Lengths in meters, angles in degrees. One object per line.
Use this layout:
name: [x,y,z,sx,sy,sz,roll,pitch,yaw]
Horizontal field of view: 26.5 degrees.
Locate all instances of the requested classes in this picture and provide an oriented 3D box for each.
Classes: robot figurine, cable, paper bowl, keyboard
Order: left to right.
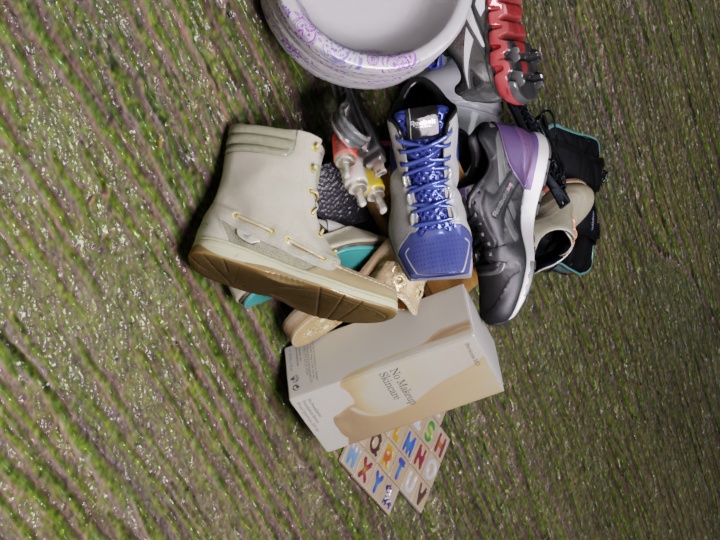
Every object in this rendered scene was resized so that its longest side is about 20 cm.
cable: [-0.020,-0.147,1.476,0.097,0.050,0.201,46,16,-47]
paper bowl: [0.001,-0.272,1.448,0.198,0.104,0.203,2,80,-14]
robot figurine: [0.094,-0.139,1.662,0.169,0.112,0.202,12,86,-73]
keyboard: [0.188,-0.160,1.638,0.104,0.039,0.201,49,18,-54]

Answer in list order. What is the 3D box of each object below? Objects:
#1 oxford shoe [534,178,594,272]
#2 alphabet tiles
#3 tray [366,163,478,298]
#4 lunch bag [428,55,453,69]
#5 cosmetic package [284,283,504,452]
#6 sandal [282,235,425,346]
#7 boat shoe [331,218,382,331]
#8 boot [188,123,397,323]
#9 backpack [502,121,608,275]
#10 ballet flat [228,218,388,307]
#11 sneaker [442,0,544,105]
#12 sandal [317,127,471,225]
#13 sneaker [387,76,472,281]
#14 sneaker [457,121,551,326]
oxford shoe: [0.206,-0.039,1.643,0.200,0.073,0.071,-37,133,-41]
alphabet tiles: [0.048,0.191,1.756,0.200,0.007,0.168,53,53,-47]
tray: [0.078,-0.044,1.576,0.098,0.037,0.201,-41,139,-9]
lunch bag: [0.082,-0.334,1.587,0.170,0.123,0.202,-34,132,-48]
cosmetic package: [0.034,0.100,1.534,0.105,0.198,0.072,56,18,-44]
sandal: [0.027,0.024,1.501,0.211,0.070,0.078,-36,157,1]
boat shoe: [0.000,0.000,1.591,0.075,0.061,0.202,37,65,-53]
boot: [-0.046,-0.045,1.411,0.072,0.198,0.156,127,-20,-63]
backpack: [0.195,-0.089,1.791,0.200,0.152,0.178,9,89,-68]
ballet flat: [-0.051,-0.019,1.487,0.199,0.069,0.070,-14,108,-41]
sneaker: [0.118,-0.257,1.505,0.071,0.097,0.203,-1,83,-56]
sandal: [0.023,-0.101,1.559,0.198,0.045,0.076,-19,120,-25]
sneaker: [0.057,-0.096,1.431,0.115,0.080,0.202,71,13,-70]
sneaker: [0.126,-0.048,1.525,0.087,0.076,0.202,12,81,-26]
